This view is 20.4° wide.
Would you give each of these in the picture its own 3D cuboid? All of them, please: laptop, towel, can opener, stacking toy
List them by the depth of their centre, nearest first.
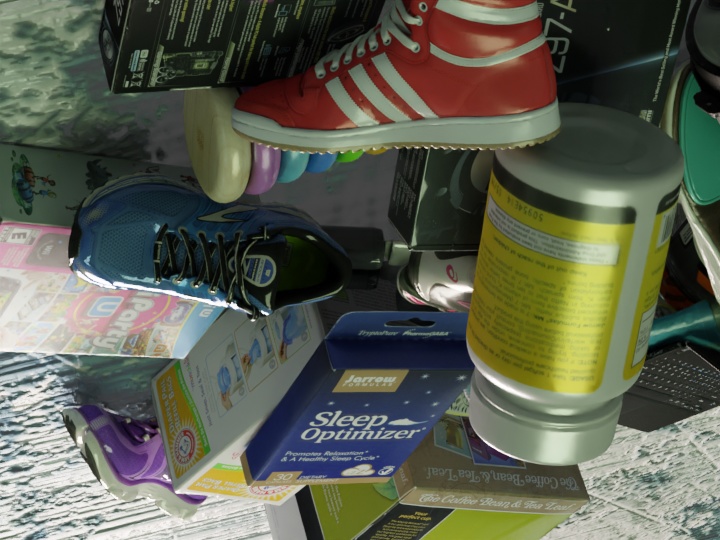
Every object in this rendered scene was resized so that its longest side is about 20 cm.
[{"bbox_3d":[-0.009,-0.099,1.281,0.198,0.086,0.086,-10,150,-21],"label":"stacking toy"},{"bbox_3d":[0.000,0.000,1.428,0.198,0.067,0.053,6,144,-5],"label":"can opener"},{"bbox_3d":[0.269,0.120,1.497,0.199,0.104,0.177,-25,155,30],"label":"laptop"},{"bbox_3d":[0.178,0.074,1.506,0.198,0.022,0.147,-15,158,7],"label":"towel"}]

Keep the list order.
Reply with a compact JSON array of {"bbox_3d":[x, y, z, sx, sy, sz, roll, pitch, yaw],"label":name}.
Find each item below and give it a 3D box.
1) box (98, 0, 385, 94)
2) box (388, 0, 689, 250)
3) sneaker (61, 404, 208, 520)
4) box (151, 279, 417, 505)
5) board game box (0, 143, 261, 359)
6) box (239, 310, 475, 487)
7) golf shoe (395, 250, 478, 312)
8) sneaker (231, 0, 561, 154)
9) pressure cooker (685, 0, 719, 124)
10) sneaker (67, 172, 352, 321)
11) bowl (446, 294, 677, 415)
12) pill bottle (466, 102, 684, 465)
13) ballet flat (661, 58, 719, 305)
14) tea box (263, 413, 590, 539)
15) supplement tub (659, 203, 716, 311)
[{"bbox_3d":[-0.058,-0.182,1.146,0.159,0.044,0.201,-6,148,-19],"label":"box"},{"bbox_3d":[0.112,-0.112,1.250,0.159,0.044,0.202,-1,119,-22],"label":"box"},{"bbox_3d":[-0.168,0.136,1.610,0.083,0.081,0.200,-41,153,9],"label":"sneaker"},{"bbox_3d":[-0.056,0.086,1.532,0.112,0.102,0.200,13,138,-41],"label":"box"},{"bbox_3d":[-0.181,-0.008,1.354,0.199,0.065,0.148,4,144,-34],"label":"board game box"},{"bbox_3d":[0.004,0.095,1.446,0.120,0.033,0.200,1,144,-28],"label":"box"},{"bbox_3d":[0.123,0.005,1.359,0.198,0.078,0.088,-2,-171,-31],"label":"golf shoe"},{"bbox_3d":[0.014,-0.129,1.157,0.198,0.071,0.113,-1,114,17],"label":"sneaker"},{"bbox_3d":[0.300,-0.131,1.259,0.178,0.176,0.200,-29,122,12],"label":"pressure cooker"},{"bbox_3d":[-0.090,-0.014,1.272,0.199,0.089,0.079,2,101,-33],"label":"sneaker"},{"bbox_3d":[0.136,0.029,1.532,0.199,0.095,0.201,-15,159,-6],"label":"bowl"},{"bbox_3d":[0.125,0.010,1.222,0.113,0.114,0.202,-4,120,-21],"label":"pill bottle"},{"bbox_3d":[0.244,-0.051,1.396,0.069,0.069,0.201,-21,105,6],"label":"ballet flat"},{"bbox_3d":[0.050,0.180,1.711,0.199,0.135,0.197,9,142,-38],"label":"tea box"},{"bbox_3d":[0.303,-0.046,1.478,0.121,0.123,0.200,-1,146,-26],"label":"supplement tub"}]
